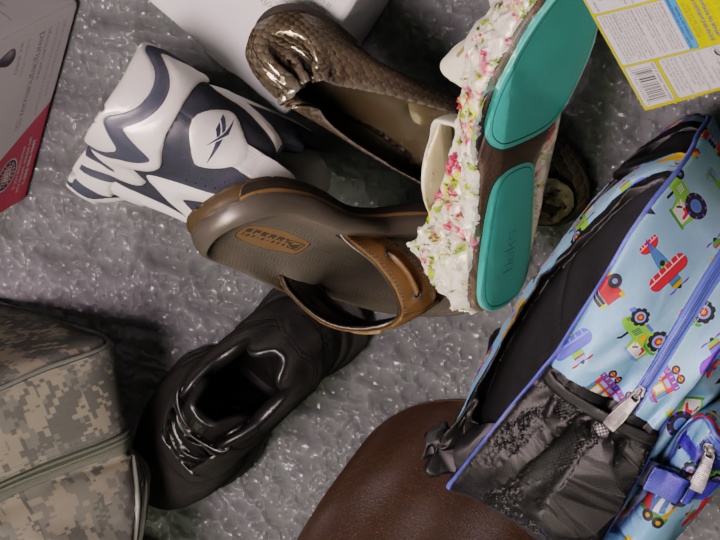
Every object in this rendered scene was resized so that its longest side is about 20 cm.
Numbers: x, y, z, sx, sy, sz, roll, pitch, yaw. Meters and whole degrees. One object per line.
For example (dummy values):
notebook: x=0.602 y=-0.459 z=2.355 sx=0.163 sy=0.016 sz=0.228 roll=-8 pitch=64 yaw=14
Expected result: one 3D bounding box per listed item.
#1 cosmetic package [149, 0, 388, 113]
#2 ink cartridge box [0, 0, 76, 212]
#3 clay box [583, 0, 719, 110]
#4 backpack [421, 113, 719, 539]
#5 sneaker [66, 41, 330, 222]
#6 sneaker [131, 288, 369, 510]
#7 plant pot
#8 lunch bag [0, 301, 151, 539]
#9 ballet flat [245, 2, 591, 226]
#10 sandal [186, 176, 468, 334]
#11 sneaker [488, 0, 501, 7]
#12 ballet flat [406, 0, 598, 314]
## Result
cosmetic package: x=-0.016 y=-0.189 z=1.414 sx=0.101 sy=0.071 sz=0.200 roll=41 pitch=127 yaw=7
ink cartridge box: x=-0.258 y=-0.078 z=1.534 sx=0.083 sy=0.200 sz=0.147 roll=31 pitch=125 yaw=16
clay box: x=0.202 y=-0.146 z=1.259 sx=0.200 sy=0.048 sz=0.115 roll=-15 pitch=142 yaw=18
backpack: x=0.143 y=0.032 z=1.363 sx=0.134 sy=0.183 sz=0.200 roll=34 pitch=114 yaw=4
sneaker: x=-0.079 y=-0.051 z=1.482 sx=0.129 sy=0.080 sz=0.199 roll=32 pitch=163 yaw=-3
sneaker: x=-0.081 y=0.076 z=1.568 sx=0.076 sy=0.091 sz=0.200 roll=44 pitch=129 yaw=4
plant pot: x=0.024 y=0.194 z=1.490 sx=0.187 sy=0.200 sz=0.187 roll=13 pitch=118 yaw=26
lunch bag: x=-0.217 y=0.119 z=1.614 sx=0.200 sy=0.139 sz=0.168 roll=12 pitch=116 yaw=54
ballet flat: x=0.029 y=-0.069 z=1.411 sx=0.200 sy=0.046 sz=0.067 roll=29 pitch=125 yaw=-19
sandal: x=0.000 y=0.000 z=1.428 sx=0.082 sy=0.200 sz=0.055 roll=-38 pitch=54 yaw=32
sneaker: x=0.134 y=-0.187 z=1.339 sx=0.200 sy=0.073 sz=0.085 roll=-28 pitch=64 yaw=44
ballet flat: x=0.062 y=-0.071 z=1.356 sx=0.064 sy=0.076 sz=0.200 roll=35 pitch=124 yaw=33
